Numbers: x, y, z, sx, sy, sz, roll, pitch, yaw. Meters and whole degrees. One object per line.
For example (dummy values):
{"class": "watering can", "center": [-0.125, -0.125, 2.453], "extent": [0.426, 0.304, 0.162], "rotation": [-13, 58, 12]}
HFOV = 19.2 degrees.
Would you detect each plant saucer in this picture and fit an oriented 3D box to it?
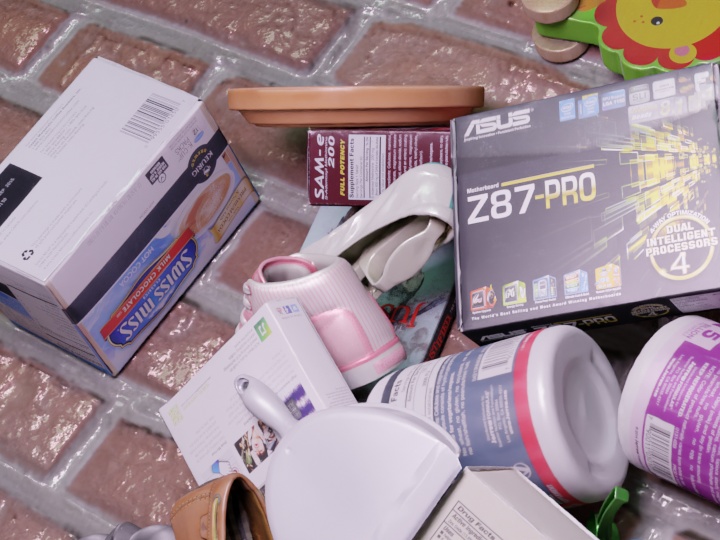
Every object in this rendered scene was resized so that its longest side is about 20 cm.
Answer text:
{"class": "plant saucer", "center": [-0.003, -0.128, 1.655], "extent": [0.200, 0.200, 0.032], "rotation": [2, 95, 27]}

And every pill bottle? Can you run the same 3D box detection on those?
{"class": "pill bottle", "center": [0.069, 0.116, 1.437], "extent": [0.200, 0.120, 0.120], "rotation": [-17, 46, 31]}
{"class": "pill bottle", "center": [0.274, 0.110, 1.358], "extent": [0.200, 0.112, 0.112], "rotation": [24, 66, 37]}

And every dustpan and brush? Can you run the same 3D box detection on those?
{"class": "dustpan and brush", "center": [-0.027, 0.121, 1.352], "extent": [0.200, 0.057, 0.140], "rotation": [39, 99, 31]}

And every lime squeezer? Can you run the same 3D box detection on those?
{"class": "lime squeezer", "center": [0.125, 0.182, 1.407], "extent": [0.200, 0.071, 0.038], "rotation": [-24, 67, 47]}

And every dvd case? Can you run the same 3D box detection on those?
{"class": "dvd case", "center": [0.003, 0.029, 1.615], "extent": [0.146, 0.022, 0.200], "rotation": [6, 57, 29]}

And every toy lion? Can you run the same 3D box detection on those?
{"class": "toy lion", "center": [0.239, -0.229, 1.692], "extent": [0.191, 0.069, 0.200], "rotation": [11, 58, 24]}

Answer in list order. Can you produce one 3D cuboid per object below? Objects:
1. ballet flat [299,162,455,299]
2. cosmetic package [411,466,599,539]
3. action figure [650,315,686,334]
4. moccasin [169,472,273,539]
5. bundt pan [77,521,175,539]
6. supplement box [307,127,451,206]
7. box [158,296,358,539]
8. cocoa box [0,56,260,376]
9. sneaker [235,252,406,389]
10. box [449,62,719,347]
{"class": "ballet flat", "center": [0.000, 0.000, 1.534], "extent": [0.200, 0.069, 0.070], "rotation": [-41, 41, 27]}
{"class": "cosmetic package", "center": [0.059, 0.229, 1.316], "extent": [0.103, 0.087, 0.200], "rotation": [41, 103, 22]}
{"class": "action figure", "center": [0.236, -0.009, 1.484], "extent": [0.200, 0.102, 0.119], "rotation": [28, 71, 28]}
{"class": "moccasin", "center": [-0.061, 0.232, 1.398], "extent": [0.078, 0.074, 0.202], "rotation": [-30, 70, 47]}
{"class": "bundt pan", "center": [-0.165, 0.258, 1.471], "extent": [0.202, 0.076, 0.202], "rotation": [-13, 48, 15]}
{"class": "supplement box", "center": [0.070, -0.077, 1.588], "extent": [0.200, 0.109, 0.061], "rotation": [2, 95, 18]}
{"class": "box", "center": [-0.045, 0.139, 1.433], "extent": [0.144, 0.036, 0.200], "rotation": [-44, 67, 38]}
{"class": "cocoa box", "center": [-0.204, -0.044, 1.696], "extent": [0.133, 0.131, 0.200], "rotation": [23, 66, 37]}
{"class": "sneaker", "center": [-0.062, 0.044, 1.511], "extent": [0.200, 0.105, 0.075], "rotation": [-19, 13, 44]}
{"class": "box", "center": [0.162, -0.042, 1.444], "extent": [0.200, 0.049, 0.161], "rotation": [-10, 68, 25]}
